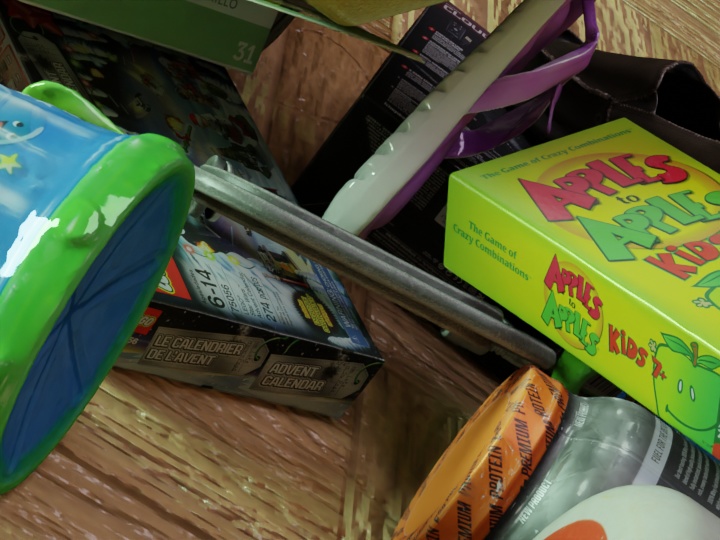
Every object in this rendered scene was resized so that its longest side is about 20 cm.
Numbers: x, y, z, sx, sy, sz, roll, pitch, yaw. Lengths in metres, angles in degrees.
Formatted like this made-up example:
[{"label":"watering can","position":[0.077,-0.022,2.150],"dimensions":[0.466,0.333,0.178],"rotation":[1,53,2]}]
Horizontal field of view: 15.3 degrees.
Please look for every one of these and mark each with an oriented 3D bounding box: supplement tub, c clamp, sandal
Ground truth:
[{"label":"supplement tub","position":[0.116,0.133,1.039],"dimensions":[0.200,0.123,0.123],"rotation":[38,24,-4]},{"label":"c clamp","position":[0.000,0.000,1.086],"dimensions":[0.199,0.027,0.171],"rotation":[28,2,-20]},{"label":"sandal","position":[0.062,-0.074,1.192],"dimensions":[0.050,0.203,0.082],"rotation":[45,-8,0]}]

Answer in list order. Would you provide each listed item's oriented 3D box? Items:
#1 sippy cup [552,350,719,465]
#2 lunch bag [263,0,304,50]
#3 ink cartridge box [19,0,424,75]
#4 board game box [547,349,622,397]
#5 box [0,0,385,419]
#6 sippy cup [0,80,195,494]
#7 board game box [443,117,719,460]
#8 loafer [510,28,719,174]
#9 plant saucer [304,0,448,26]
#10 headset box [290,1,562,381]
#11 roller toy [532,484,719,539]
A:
[{"label":"sippy cup","position":[0.181,0.075,1.202],"dimensions":[0.177,0.131,0.140],"rotation":[6,41,-51]},{"label":"lunch bag","position":[-0.059,-0.234,1.319],"dimensions":[0.167,0.200,0.140],"rotation":[38,20,-16]},{"label":"ink cartridge box","position":[-0.088,-0.121,1.168],"dimensions":[0.145,0.048,0.200],"rotation":[14,15,-46]},{"label":"board game box","position":[0.198,0.065,1.303],"dimensions":[0.199,0.095,0.030],"rotation":[32,46,-18]},{"label":"box","position":[-0.085,-0.030,1.140],"dimensions":[0.136,0.040,0.201],"rotation":[15,34,-41]},{"label":"sippy cup","position":[-0.146,-0.012,0.931],"dimensions":[0.130,0.140,0.178],"rotation":[31,-2,7]},{"label":"board game box","position":[0.135,0.008,1.103],"dimensions":[0.101,0.048,0.200],"rotation":[-19,37,-32]},{"label":"loafer","position":[0.141,-0.071,1.281],"dimensions":[0.073,0.072,0.200],"rotation":[14,24,-43]},{"label":"plant saucer","position":[0.037,-0.157,1.162],"dimensions":[0.199,0.049,0.200],"rotation":[-16,19,-11]},{"label":"headset box","position":[0.060,-0.046,1.325],"dimensions":[0.149,0.077,0.200],"rotation":[38,23,-3]},{"label":"roller toy","position":[0.092,0.177,0.856],"dimensions":[0.139,0.183,0.200],"rotation":[36,24,-8]}]
